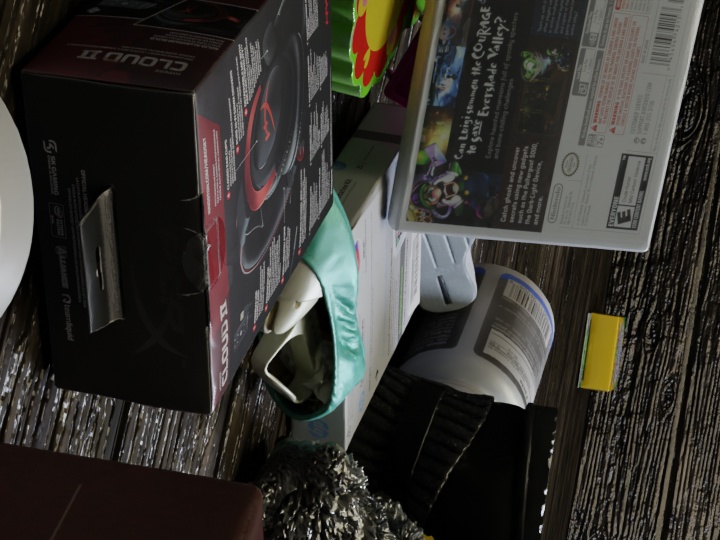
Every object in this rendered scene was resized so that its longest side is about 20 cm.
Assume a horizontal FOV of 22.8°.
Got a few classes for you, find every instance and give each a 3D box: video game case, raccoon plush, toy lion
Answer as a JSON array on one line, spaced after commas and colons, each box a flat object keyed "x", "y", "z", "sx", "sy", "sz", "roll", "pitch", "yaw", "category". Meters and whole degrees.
[{"x": 0.120, "y": -0.115, "z": 1.139, "sx": 0.023, "sy": 0.181, "sz": 0.201, "roll": -128, "pitch": -135, "yaw": -65, "category": "video game case"}, {"x": 0.008, "y": 0.182, "z": 1.059, "sx": 0.097, "sy": 0.200, "sz": 0.134, "roll": -44, "pitch": 156, "yaw": -10, "category": "raccoon plush"}, {"x": 0.018, "y": -0.201, "z": 1.108, "sx": 0.200, "sy": 0.068, "sz": 0.193, "roll": 5, "pitch": 100, "yaw": -77, "category": "toy lion"}]

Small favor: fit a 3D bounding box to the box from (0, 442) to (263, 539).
[{"x": -0.119, "y": 0.173, "z": 0.499, "sx": 0.166, "sy": 0.163, "sz": 0.201, "roll": -66, "pitch": 160, "yaw": -49, "category": "box"}]

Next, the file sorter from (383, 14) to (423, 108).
[{"x": 0.121, "y": -0.179, "z": 1.213, "sx": 0.201, "sy": 0.138, "sz": 0.125, "roll": -59, "pitch": -171, "yaw": 9, "category": "file sorter"}]

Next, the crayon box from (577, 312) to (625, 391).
[{"x": 0.405, "y": 0.136, "z": 2.989, "sx": 0.200, "sy": 0.051, "sz": 0.127, "roll": 7, "pitch": 92, "yaw": -77, "category": "crayon box"}]

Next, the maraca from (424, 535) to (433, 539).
[{"x": 0.046, "y": 0.253, "z": 1.391, "sx": 0.200, "sy": 0.106, "sz": 0.138, "roll": 4, "pitch": 96, "yaw": -77, "category": "maraca"}]

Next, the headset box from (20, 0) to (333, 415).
[{"x": -0.073, "y": -0.047, "z": 0.757, "sx": 0.200, "sy": 0.075, "sz": 0.149, "roll": -63, "pitch": 157, "yaw": -54, "category": "headset box"}]

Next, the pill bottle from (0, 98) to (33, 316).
[{"x": -0.150, "y": -0.004, "z": 0.361, "sx": 0.200, "sy": 0.116, "sz": 0.117, "roll": -27, "pitch": 125, "yaw": -74, "category": "pill bottle"}]

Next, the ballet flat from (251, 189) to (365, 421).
[{"x": -0.036, "y": 0.020, "z": 0.993, "sx": 0.071, "sy": 0.067, "sz": 0.201, "roll": -57, "pitch": 153, "yaw": -30, "category": "ballet flat"}]

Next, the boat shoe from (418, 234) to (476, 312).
[{"x": 0.052, "y": -0.034, "z": 1.361, "sx": 0.200, "sy": 0.072, "sz": 0.062, "roll": 80, "pitch": -3, "yaw": -63, "category": "boat shoe"}]

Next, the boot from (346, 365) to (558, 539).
[{"x": 0.042, "y": 0.170, "z": 1.212, "sx": 0.080, "sy": 0.157, "sz": 0.212, "roll": 98, "pitch": 4, "yaw": -62, "category": "boot"}]

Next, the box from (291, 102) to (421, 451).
[{"x": 0.000, "y": 0.000, "z": 1.180, "sx": 0.200, "sy": 0.041, "sz": 0.157, "roll": -63, "pitch": 156, "yaw": -58, "category": "box"}]

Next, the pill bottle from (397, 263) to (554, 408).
[{"x": 0.086, "y": 0.090, "z": 1.445, "sx": 0.200, "sy": 0.113, "sz": 0.114, "roll": -62, "pitch": 157, "yaw": -55, "category": "pill bottle"}]
